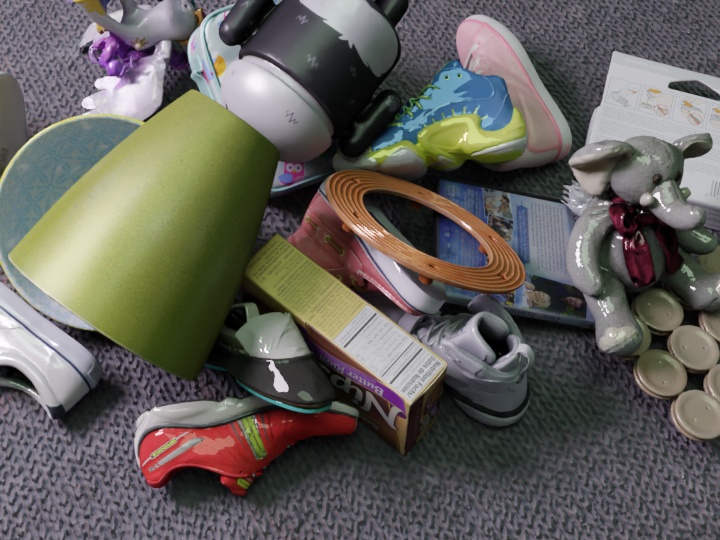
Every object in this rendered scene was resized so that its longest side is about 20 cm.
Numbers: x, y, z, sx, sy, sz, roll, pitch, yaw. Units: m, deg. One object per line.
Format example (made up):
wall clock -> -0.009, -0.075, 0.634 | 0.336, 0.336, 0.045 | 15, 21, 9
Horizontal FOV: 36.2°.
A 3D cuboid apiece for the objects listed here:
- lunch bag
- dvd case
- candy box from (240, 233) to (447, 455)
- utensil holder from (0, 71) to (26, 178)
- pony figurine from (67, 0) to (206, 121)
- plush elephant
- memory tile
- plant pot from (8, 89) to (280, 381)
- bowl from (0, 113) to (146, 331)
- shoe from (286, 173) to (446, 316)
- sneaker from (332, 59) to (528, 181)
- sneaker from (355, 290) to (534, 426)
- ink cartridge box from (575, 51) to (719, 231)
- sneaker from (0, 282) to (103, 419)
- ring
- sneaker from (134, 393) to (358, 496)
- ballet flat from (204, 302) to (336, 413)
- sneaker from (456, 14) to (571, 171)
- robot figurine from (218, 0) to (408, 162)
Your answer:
lunch bag -> -0.083, -0.182, 1.121 | 0.159, 0.077, 0.202 | -22, 96, -16
dvd case -> 0.167, -0.017, 1.092 | 0.198, 0.018, 0.144 | 10, 55, -10
candy box -> -0.018, 0.068, 0.994 | 0.199, 0.117, 0.056 | 38, 65, 18
utensil holder -> -0.447, -0.132, 1.066 | 0.198, 0.171, 0.171 | 11, 58, 3
pony figurine -> -0.227, -0.250, 1.159 | 0.191, 0.200, 0.168 | -14, 63, 6
plush elephant -> 0.266, -0.053, 1.024 | 0.163, 0.155, 0.201 | -15, 57, -20
memory tile -> 0.334, 0.065, 1.059 | 0.199, 0.017, 0.154 | -29, 65, -28
plant pot -> -0.160, -0.043, 0.930 | 0.186, 0.187, 0.201 | 33, 87, 17
bowl -> -0.240, -0.054, 1.050 | 0.198, 0.202, 0.108 | -7, 15, -8
shoe -> 0.000, 0.000, 1.022 | 0.091, 0.071, 0.200 | -53, 46, 15
sneaker -> 0.064, -0.149, 1.101 | 0.198, 0.076, 0.106 | -8, 81, -10
sneaker -> 0.072, 0.056, 1.006 | 0.199, 0.115, 0.075 | 31, 61, 16
ink cartridge box -> 0.345, -0.137, 1.185 | 0.198, 0.044, 0.175 | 16, 58, 7
sneaker -> -0.332, 0.061, 1.007 | 0.199, 0.073, 0.071 | 30, 58, 15
ring -> 0.057, -0.033, 0.998 | 0.199, 0.019, 0.201 | 23, 24, -11
sneaker -> -0.098, 0.155, 0.975 | 0.198, 0.077, 0.086 | -6, 78, -6
ballet flat -> -0.092, 0.067, 0.960 | 0.068, 0.069, 0.199 | -9, 15, -38
sneaker -> 0.134, -0.189, 1.186 | 0.104, 0.076, 0.201 | -20, 65, -21
robot figurine -> -0.042, -0.195, 1.031 | 0.150, 0.125, 0.201 | 33, 77, 22
